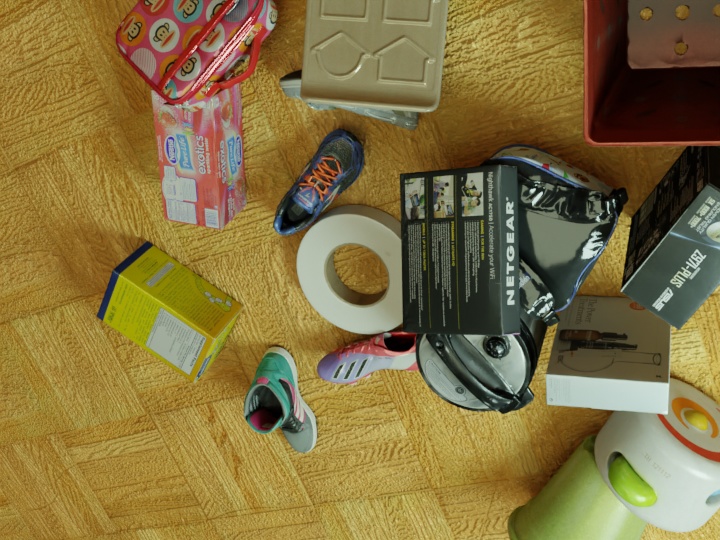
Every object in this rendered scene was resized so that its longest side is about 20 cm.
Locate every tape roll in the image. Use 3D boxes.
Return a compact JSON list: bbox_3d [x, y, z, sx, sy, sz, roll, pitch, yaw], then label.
[{"bbox_3d":[0.000,0.000,1.343,0.198,0.037,0.207,9,119,16],"label":"tape roll"}]

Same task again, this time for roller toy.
[{"bbox_3d":[0.428,0.243,1.221,0.179,0.201,0.141,22,123,-7],"label":"roller toy"}]

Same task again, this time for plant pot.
[{"bbox_3d":[0.346,0.357,1.323,0.198,0.201,0.187,27,112,5],"label":"plant pot"},{"bbox_3d":[0.354,-0.263,0.980,0.196,0.177,0.204,3,117,20],"label":"plant pot"}]

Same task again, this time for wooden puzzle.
[{"bbox_3d":[0.020,-0.308,1.133,0.181,0.046,0.205,6,94,10],"label":"wooden puzzle"}]

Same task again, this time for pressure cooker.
[{"bbox_3d":[0.165,0.090,1.229,0.172,0.201,0.182,10,121,15],"label":"pressure cooker"}]

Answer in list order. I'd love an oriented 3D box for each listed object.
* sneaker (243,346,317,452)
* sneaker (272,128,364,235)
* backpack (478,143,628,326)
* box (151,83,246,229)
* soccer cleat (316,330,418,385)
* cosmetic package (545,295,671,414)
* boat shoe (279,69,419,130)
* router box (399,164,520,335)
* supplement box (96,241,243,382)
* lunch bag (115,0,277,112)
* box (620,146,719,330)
[{"bbox_3d":[-0.133,0.243,1.475,0.082,0.121,0.203,-7,114,24],"label":"sneaker"},{"bbox_3d":[-0.061,-0.117,1.279,0.075,0.079,0.201,36,124,-2],"label":"sneaker"},{"bbox_3d":[0.223,-0.069,1.151,0.188,0.154,0.202,29,113,4],"label":"backpack"},{"bbox_3d":[-0.234,-0.175,1.305,0.100,0.095,0.204,9,119,16],"label":"box"},{"bbox_3d":[0.018,0.128,1.382,0.196,0.068,0.077,-8,134,20],"label":"soccer cleat"},{"bbox_3d":[0.330,0.104,1.171,0.147,0.201,0.053,3,120,18],"label":"cosmetic package"},{"bbox_3d":[-0.015,-0.234,1.204,0.197,0.075,0.066,8,116,10],"label":"boat shoe"},{"bbox_3d":[0.121,-0.023,1.101,0.147,0.051,0.205,0,91,38],"label":"router box"},{"bbox_3d":[-0.311,0.067,1.458,0.198,0.110,0.110,34,124,2],"label":"supplement box"},{"bbox_3d":[-0.210,-0.315,1.181,0.176,0.082,0.200,45,99,13],"label":"lunch bag"},{"bbox_3d":[0.396,-0.057,1.059,0.085,0.201,0.165,32,124,2],"label":"box"}]
